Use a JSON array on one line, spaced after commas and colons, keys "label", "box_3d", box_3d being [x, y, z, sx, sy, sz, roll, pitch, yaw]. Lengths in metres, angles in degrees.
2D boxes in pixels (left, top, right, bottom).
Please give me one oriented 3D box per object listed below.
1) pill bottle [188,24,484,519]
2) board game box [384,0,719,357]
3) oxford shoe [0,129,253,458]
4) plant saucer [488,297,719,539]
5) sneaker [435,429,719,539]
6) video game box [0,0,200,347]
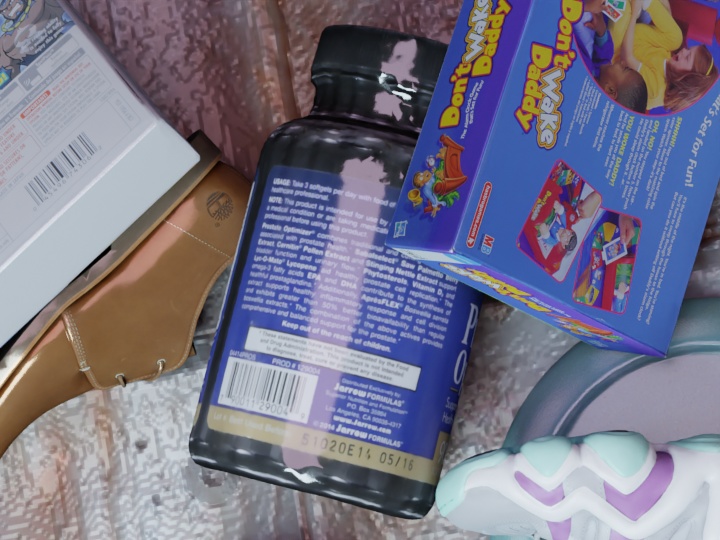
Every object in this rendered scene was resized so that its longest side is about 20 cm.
[{"label": "pill bottle", "box_3d": [0.000, 0.000, 1.119, 0.112, 0.112, 0.200, 13, 85, 12]}, {"label": "board game box", "box_3d": [0.101, -0.079, 1.092, 0.045, 0.134, 0.200, 6, 74, 51]}, {"label": "oxford shoe", "box_3d": [-0.117, 0.032, 1.163, 0.071, 0.071, 0.200, 43, 97, -10]}, {"label": "plant saucer", "box_3d": [0.153, 0.110, 1.118, 0.200, 0.027, 0.201, -1, 82, 10]}, {"label": "sneaker", "box_3d": [0.132, 0.138, 1.065, 0.200, 0.078, 0.140, -3, 81, 11]}, {"label": "video game box", "box_3d": [-0.195, -0.043, 1.163, 0.200, 0.047, 0.182, -43, 54, 3]}]
